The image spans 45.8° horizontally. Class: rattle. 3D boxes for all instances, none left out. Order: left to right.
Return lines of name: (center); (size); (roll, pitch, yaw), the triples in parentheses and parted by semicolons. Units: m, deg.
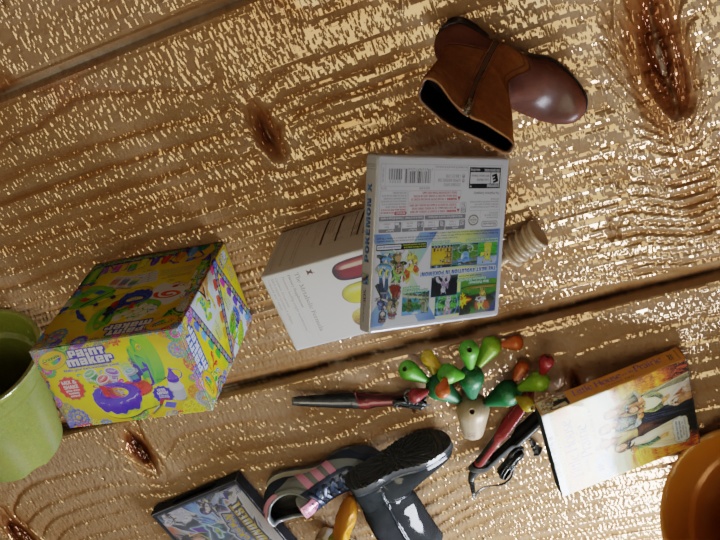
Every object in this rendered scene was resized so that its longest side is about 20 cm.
rattle: (0.028, 0.441, 1.282); (0.199, 0.130, 0.144); (36, 94, 4)

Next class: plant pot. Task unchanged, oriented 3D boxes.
plant pot: (-0.514, 0.191, 1.198); (0.197, 0.202, 0.186); (0, 132, 10)
plant pot: (0.524, 0.327, 1.096); (0.181, 0.202, 0.201); (22, 124, -23)

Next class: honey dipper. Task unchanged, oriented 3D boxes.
honey dipper: (0.145, 0.010, 1.053); (0.038, 0.038, 0.199); (41, 122, -15)

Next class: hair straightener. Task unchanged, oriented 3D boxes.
hair straightener: (0.214, 0.250, 1.175); (0.076, 0.041, 0.202); (26, 116, -7)

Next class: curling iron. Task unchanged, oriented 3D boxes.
curling iron: (-0.001, 0.177, 1.178); (0.196, 0.026, 0.050); (-1, 158, 15)

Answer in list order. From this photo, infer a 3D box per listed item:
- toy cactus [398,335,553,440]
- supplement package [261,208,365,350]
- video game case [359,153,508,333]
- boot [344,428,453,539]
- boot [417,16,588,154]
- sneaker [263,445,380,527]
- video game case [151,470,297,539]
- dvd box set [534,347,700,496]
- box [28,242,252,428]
toy cactus: (0.151, 0.163, 1.116); (0.196, 0.103, 0.167); (-5, 129, 3)
supplement package: (0.000, 0.000, 1.025); (0.197, 0.110, 0.115); (-16, 117, 18)
video game case: (0.084, -0.033, 0.933); (0.022, 0.198, 0.186); (13, 104, 50)
boot: (0.083, 0.337, 1.236); (0.163, 0.066, 0.202); (-23, 121, 3)
boot: (0.150, -0.172, 0.842); (0.187, 0.201, 0.069); (34, 120, -11)
sneaker: (-0.054, 0.322, 1.242); (0.198, 0.082, 0.071); (-25, 114, 18)
video game case: (-0.208, 0.425, 1.366); (0.179, 0.026, 0.201); (-26, 113, 23)
dvd box set: (0.332, 0.197, 1.095); (0.197, 0.030, 0.148); (-20, 118, -1)
box: (-0.267, 0.078, 1.070); (0.196, 0.194, 0.124); (-9, 120, 15)
